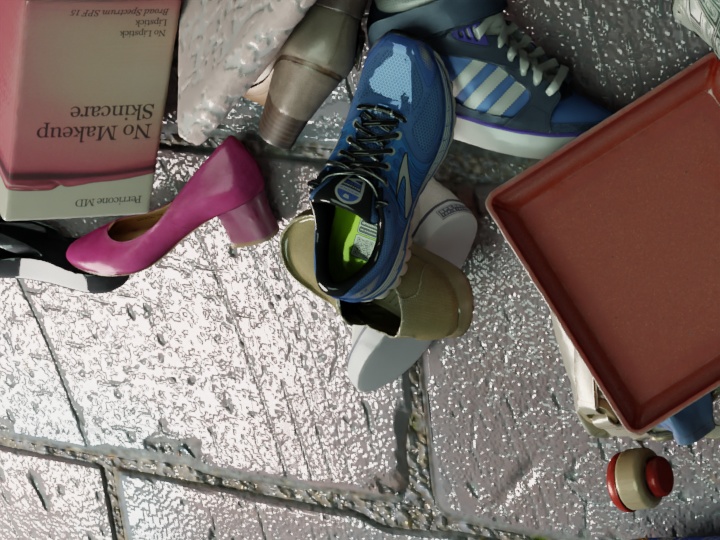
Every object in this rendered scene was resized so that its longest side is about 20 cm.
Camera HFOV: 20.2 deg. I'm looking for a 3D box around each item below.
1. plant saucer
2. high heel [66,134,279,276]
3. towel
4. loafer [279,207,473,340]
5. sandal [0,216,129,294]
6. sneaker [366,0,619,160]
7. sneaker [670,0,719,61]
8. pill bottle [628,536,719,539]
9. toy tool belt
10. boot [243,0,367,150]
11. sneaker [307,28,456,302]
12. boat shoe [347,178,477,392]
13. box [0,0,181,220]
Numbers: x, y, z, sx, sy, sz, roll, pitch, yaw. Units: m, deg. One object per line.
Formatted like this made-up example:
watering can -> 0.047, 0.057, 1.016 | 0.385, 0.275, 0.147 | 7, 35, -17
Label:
plant saucer -> 0.221, -0.018, 1.426 | 0.199, 0.037, 0.200 | -32, 83, 0
high heel -> -0.168, -0.057, 1.681 | 0.199, 0.068, 0.096 | -12, 119, 18
towel -> -0.075, -0.218, 1.481 | 0.032, 0.192, 0.200 | 21, 132, -24
loafer -> 0.000, 0.000, 1.544 | 0.200, 0.067, 0.076 | 21, 113, 44
sandal -> -0.294, -0.024, 1.773 | 0.199, 0.076, 0.043 | 7, 121, 15
sneaker -> 0.101, -0.168, 1.461 | 0.199, 0.081, 0.147 | 13, 111, 12
sneaker -> 0.261, -0.172, 1.382 | 0.087, 0.076, 0.201 | -5, 110, 48
pill bottle -> 0.296, 0.260, 1.555 | 0.199, 0.112, 0.113 | -6, 112, 33
toy tool belt -> 0.222, 0.079, 1.492 | 0.122, 0.125, 0.201 | -11, 100, 36
boot -> -0.042, -0.182, 1.505 | 0.070, 0.200, 0.147 | 18, 110, -23
sneaker -> 0.012, -0.069, 1.427 | 0.078, 0.089, 0.201 | 15, 102, 17
boat shoe -> 0.028, 0.009, 1.613 | 0.070, 0.071, 0.201 | 51, 138, 32
box -> -0.227, -0.152, 1.605 | 0.109, 0.127, 0.201 | -123, 37, -48
